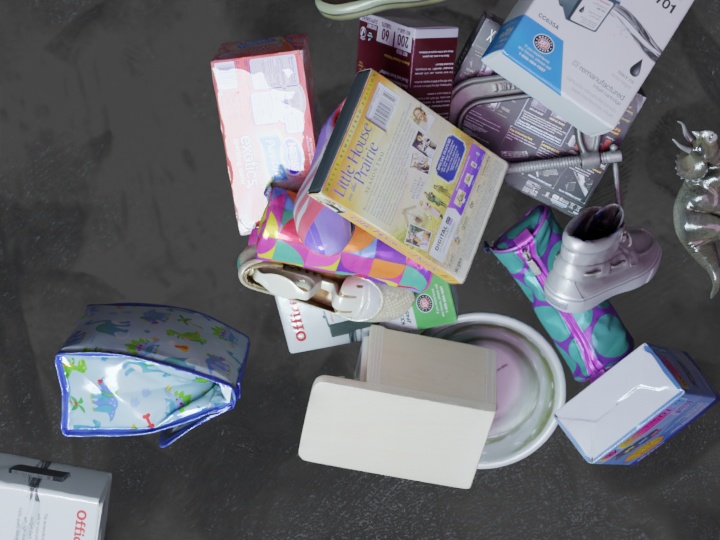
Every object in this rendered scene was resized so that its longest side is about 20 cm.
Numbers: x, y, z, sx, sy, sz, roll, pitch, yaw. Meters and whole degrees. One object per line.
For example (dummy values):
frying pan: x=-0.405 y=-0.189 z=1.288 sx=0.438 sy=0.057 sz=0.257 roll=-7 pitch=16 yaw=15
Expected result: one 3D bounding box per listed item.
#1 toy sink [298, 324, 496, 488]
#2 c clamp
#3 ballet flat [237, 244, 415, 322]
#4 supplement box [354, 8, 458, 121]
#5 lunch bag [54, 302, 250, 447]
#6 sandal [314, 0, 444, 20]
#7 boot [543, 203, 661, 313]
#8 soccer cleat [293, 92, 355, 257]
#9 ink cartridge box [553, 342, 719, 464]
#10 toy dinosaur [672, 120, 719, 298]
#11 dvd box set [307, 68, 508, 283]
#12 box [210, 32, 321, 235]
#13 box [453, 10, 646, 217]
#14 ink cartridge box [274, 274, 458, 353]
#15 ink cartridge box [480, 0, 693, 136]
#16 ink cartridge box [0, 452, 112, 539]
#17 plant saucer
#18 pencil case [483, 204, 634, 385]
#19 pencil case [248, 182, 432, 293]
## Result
toy sink: x=0.041 y=0.146 z=1.729 sx=0.200 sy=0.112 sz=0.130 roll=10 pitch=130 yaw=-3
c clamp: x=0.186 y=-0.135 z=1.675 sx=0.200 sy=0.027 sz=0.171 roll=-2 pitch=110 yaw=2
ballet flat: x=-0.040 y=0.023 z=1.693 sx=0.200 sy=0.062 sz=0.067 roll=14 pitch=115 yaw=-1
supplement box: x=0.043 y=-0.173 z=1.672 sx=0.061 sy=0.109 sz=0.200 roll=-8 pitch=112 yaw=-32
lunch bag: x=-0.230 y=0.114 z=1.770 sx=0.200 sy=0.170 sz=0.127 roll=-2 pitch=110 yaw=2
sandal: x=0.045 y=-0.316 z=1.637 sx=0.201 sy=0.080 sz=0.057 roll=-13 pitch=126 yaw=9
boot: x=0.275 y=-0.029 z=1.676 sx=0.074 sy=0.200 sz=0.096 roll=30 pitch=126 yaw=26
soccer cleat: x=-0.024 y=-0.102 z=1.605 sx=0.067 sy=0.200 sz=0.076 roll=16 pitch=139 yaw=-2
ink cartridge box: x=0.322 y=0.154 z=1.763 sx=0.136 sy=0.200 sz=0.076 roll=-40 pitch=69 yaw=17
toy dinosaur: x=0.390 y=-0.072 z=1.728 sx=0.102 sy=0.077 sz=0.200 roll=9 pitch=116 yaw=13
dvd box set: x=0.052 y=-0.094 z=1.593 sx=0.200 sy=0.029 sz=0.146 roll=30 pitch=71 yaw=-30
box: x=-0.094 y=-0.151 z=1.703 sx=0.103 sy=0.095 sz=0.200 roll=-7 pitch=110 yaw=6
box: x=0.187 y=-0.170 z=1.704 sx=0.200 sy=0.050 sz=0.158 roll=25 pitch=110 yaw=-6
ink cartridge box: x=0.000 y=0.000 z=1.760 sx=0.200 sy=0.083 sz=0.147 roll=-12 pitch=109 yaw=8
ink cartridge box: x=0.243 y=-0.263 z=1.608 sx=0.146 sy=0.086 sz=0.200 roll=33 pitch=85 yaw=-9
ink cartridge box: x=-0.413 y=0.309 z=1.899 sx=0.200 sy=0.084 sz=0.144 roll=11 pitch=110 yaw=0
plant saucer: x=0.140 y=0.134 z=1.820 sx=0.200 sy=0.050 sz=0.200 roll=1 pitch=111 yaw=3
pencil case: x=0.227 y=0.028 z=1.751 sx=0.085 sy=0.092 sz=0.200 roll=-29 pitch=105 yaw=23
pencil case: x=-0.016 y=-0.033 z=1.656 sx=0.200 sy=0.088 sz=0.088 roll=13 pitch=111 yaw=-4
